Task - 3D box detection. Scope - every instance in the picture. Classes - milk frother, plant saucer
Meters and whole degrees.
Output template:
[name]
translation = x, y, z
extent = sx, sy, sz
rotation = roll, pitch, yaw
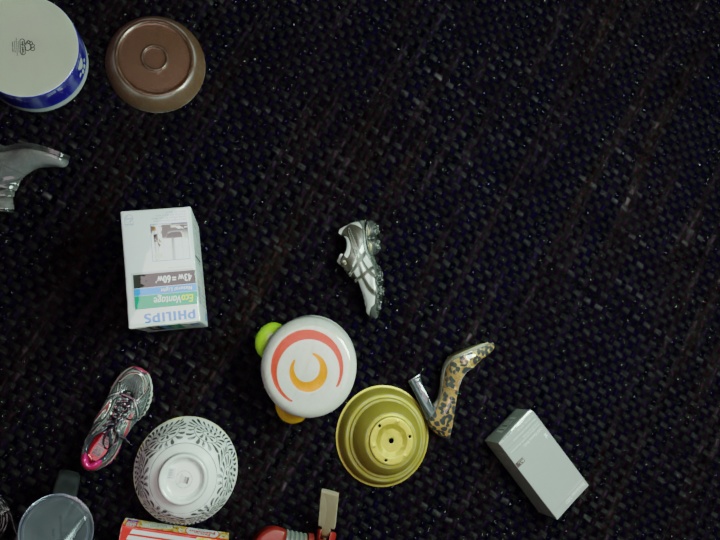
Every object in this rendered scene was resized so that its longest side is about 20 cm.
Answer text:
[milk frother]
translation = -0.572, 0.439, 1.111
extent = 0.197, 0.188, 0.183
rotation = 4, 53, -35
[plant saucer]
translation = -0.413, -0.421, 1.335
extent = 0.196, 0.034, 0.205
rotation = 1, 85, -11

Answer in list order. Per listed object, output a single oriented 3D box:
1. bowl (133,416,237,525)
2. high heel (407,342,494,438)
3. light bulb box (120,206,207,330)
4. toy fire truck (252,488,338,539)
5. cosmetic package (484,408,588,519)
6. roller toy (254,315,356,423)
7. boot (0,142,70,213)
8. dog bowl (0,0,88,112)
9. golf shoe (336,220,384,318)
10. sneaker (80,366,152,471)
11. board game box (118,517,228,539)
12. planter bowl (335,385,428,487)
[bowl]
translation = -0.327, 0.379, 1.234
extent = 0.196, 0.094, 0.205
rotation = 1, 83, -12
[high heel]
translation = 0.212, 0.245, 1.367
extent = 0.198, 0.071, 0.144
rotation = -28, 85, 1
[light bulb box]
translation = -0.354, 0.005, 1.216
extent = 0.122, 0.198, 0.204
rotation = -5, 84, -10
[toy fire truck]
translation = -0.116, 0.515, 1.258
extent = 0.173, 0.129, 0.204
rotation = 17, 69, -9
[cosmetic package]
translation = 0.364, 0.399, 1.378
extent = 0.106, 0.090, 0.201
rotation = -40, 90, -15
[roller toy]
translation = -0.096, 0.183, 1.279
extent = 0.179, 0.140, 0.204
rotation = -16, 89, -2
[boot]
translation = -0.650, -0.170, 1.249
extent = 0.196, 0.070, 0.135
rotation = 4, 86, 0
[dog bowl]
translation = -0.630, -0.413, 1.265
extent = 0.196, 0.079, 0.205
rotation = 1, 84, -11
[golf shoe]
translation = 0.000, 0.000, 1.362
extent = 0.092, 0.078, 0.204
rotation = -6, 83, 6
[sneaker]
translation = -0.449, 0.277, 1.230
extent = 0.079, 0.075, 0.203
rotation = 24, 79, -8
[board game box]
translation = -0.356, 0.555, 1.229
extent = 0.196, 0.046, 0.155
rotation = 11, 86, -10
[planter bowl]
translation = 0.053, 0.335, 1.322
extent = 0.196, 0.083, 0.205
rotation = 1, 84, -11
